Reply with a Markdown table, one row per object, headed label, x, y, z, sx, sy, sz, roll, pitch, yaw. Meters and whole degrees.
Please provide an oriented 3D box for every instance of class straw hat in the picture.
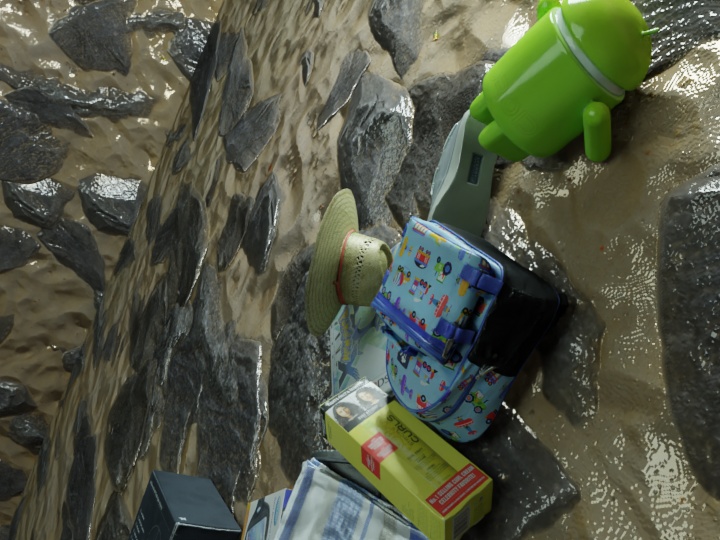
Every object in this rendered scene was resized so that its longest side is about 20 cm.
| label | x | y | z | sx | sy | sz | roll | pitch | yaw |
| --- | --- | --- | --- | --- | --- | --- | --- | --- | --- |
| straw hat | 0.000 | 0.000 | 0.857 | 0.083 | 0.201 | 0.205 | 12 | 80 | 15 |

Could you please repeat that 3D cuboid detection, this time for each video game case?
| label | x | y | z | sx | sy | sz | roll | pitch | yaw |
| --- | --- | --- | --- | --- | --- | --- | --- | --- | --- |
| video game case | 0.015 | 0.090 | 0.892 | 0.182 | 0.022 | 0.203 | -40 | 41 | 40 |

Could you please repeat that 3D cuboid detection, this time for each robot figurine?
| label | x | y | z | sx | sy | sz | roll | pitch | yaw |
| --- | --- | --- | --- | --- | --- | --- | --- | --- | --- |
| robot figurine | 0.207 | -0.199 | 0.660 | 0.199 | 0.114 | 0.179 | -40 | 48 | 40 |

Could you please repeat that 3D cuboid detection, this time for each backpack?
| label | x | y | z | sx | sy | sz | roll | pitch | yaw |
| --- | --- | --- | --- | --- | --- | --- | --- | --- | --- |
| backpack | 0.090 | 0.067 | 0.679 | 0.203 | 0.132 | 0.183 | -65 | 30 | 13 |

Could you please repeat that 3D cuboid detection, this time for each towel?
| label | x | y | z | sx | sy | sz | roll | pitch | yaw |
| --- | --- | --- | --- | --- | --- | --- | --- | --- | --- |
| towel | -0.014 | 0.307 | 0.676 | 0.197 | 0.024 | 0.149 | 17 | 79 | 36 |

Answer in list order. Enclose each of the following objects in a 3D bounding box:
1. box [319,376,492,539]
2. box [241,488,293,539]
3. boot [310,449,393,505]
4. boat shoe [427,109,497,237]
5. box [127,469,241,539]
| label | x | y | z | sx | sy | sz | roll | pitch | yaw |
| --- | --- | --- | --- | --- | --- | --- | --- | --- | --- |
| box | 0.042 | 0.196 | 0.676 | 0.199 | 0.074 | 0.051 | 34 | 139 | 43 |
| box | -0.125 | 0.378 | 0.890 | 0.200 | 0.041 | 0.121 | 133 | 149 | -54 |
| boot | -0.004 | 0.313 | 0.724 | 0.162 | 0.065 | 0.204 | -9 | 66 | 38 |
| boat shoe | 0.123 | -0.101 | 0.798 | 0.071 | 0.069 | 0.205 | -179 | 107 | -78 |
| box | -0.316 | 0.484 | 1.095 | 0.199 | 0.122 | 0.201 | 19 | 90 | 60 |
